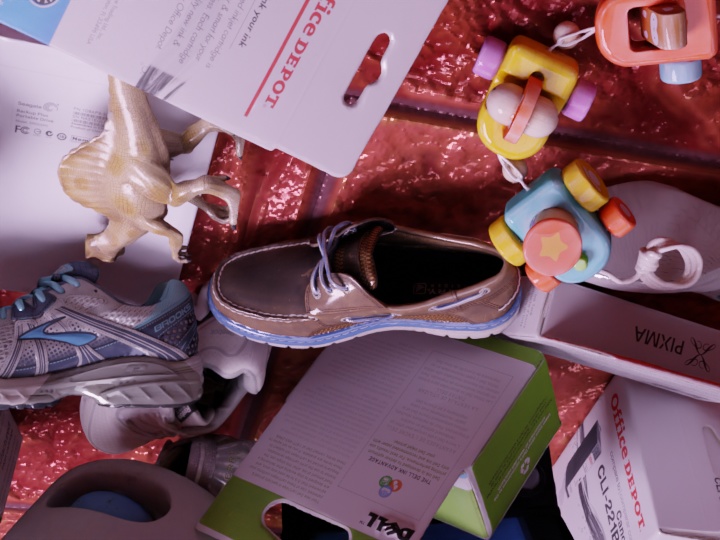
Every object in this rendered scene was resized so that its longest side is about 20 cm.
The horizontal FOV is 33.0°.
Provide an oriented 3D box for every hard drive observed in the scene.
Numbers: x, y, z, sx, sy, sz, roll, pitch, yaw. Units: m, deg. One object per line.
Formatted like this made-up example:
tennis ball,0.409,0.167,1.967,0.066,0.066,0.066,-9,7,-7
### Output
hard drive,-0.160,-0.056,0.725,0.131,0.027,0.201,9,136,-14

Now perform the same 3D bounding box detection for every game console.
game console,0.038,0.140,0.833,0.198,0.177,0.117,-5,149,2

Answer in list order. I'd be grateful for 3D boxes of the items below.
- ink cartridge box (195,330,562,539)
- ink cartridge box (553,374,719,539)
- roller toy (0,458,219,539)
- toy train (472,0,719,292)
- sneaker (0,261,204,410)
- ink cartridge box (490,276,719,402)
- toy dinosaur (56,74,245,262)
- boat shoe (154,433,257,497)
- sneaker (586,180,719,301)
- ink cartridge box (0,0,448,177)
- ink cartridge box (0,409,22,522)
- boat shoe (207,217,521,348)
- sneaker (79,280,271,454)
ink cartridge box,0.014,0.126,0.774,0.147,0.200,0.076,16,144,35
ink cartridge box,0.210,0.192,0.937,0.083,0.145,0.201,9,137,-13
roller toy,-0.152,0.224,0.786,0.200,0.140,0.182,43,126,-4
toy train,0.135,-0.069,0.666,0.149,0.056,0.202,1,116,12
sneaker,-0.192,0.038,0.738,0.198,0.087,0.077,2,179,-29
ink cartridge box,0.198,0.051,0.781,0.198,0.045,0.176,17,175,-22
toy dinosaur,-0.114,-0.058,0.664,0.100,0.059,0.201,5,137,-9
boat shoe,-0.122,0.149,0.882,0.064,0.075,0.202,19,165,-21
sneaker,0.217,-0.008,0.779,0.198,0.076,0.089,-2,155,0
ink cartridge box,-0.070,-0.139,0.579,0.199,0.067,0.116,24,106,-27
ink cartridge box,-0.305,0.115,0.810,0.083,0.146,0.201,-1,139,5
boat shoe,0.000,0.000,0.749,0.198,0.073,0.073,-3,154,3
sneaker,-0.132,0.084,0.843,0.075,0.082,0.200,27,131,-32
